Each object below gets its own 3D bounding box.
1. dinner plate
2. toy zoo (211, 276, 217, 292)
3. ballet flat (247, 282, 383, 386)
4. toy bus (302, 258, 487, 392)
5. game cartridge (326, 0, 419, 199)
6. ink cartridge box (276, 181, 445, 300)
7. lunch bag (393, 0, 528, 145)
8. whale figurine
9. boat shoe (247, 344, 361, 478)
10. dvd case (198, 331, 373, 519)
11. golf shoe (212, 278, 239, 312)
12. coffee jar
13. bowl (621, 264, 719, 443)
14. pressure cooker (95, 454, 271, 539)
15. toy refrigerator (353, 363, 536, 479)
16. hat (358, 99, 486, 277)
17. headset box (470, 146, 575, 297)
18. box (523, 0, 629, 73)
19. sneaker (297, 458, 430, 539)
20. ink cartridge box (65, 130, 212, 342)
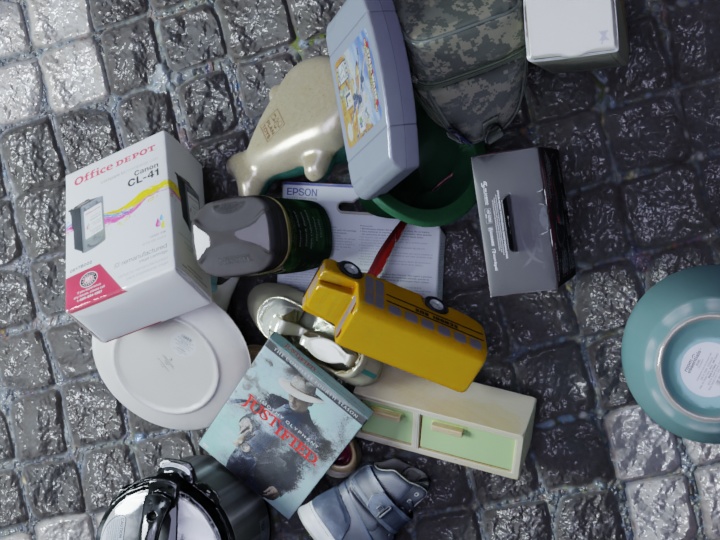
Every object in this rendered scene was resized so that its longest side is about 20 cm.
[{"bbox_3d":[-0.225,0.107,1.526,0.199,0.024,0.201,5,116,11],"label":"dinner plate"},{"bbox_3d":[-0.234,-0.025,1.554,0.200,0.020,0.132,37,105,39],"label":"toy zoo"},{"bbox_3d":[-0.063,0.069,1.479,0.200,0.069,0.070,27,101,26],"label":"ballet flat"},{"bbox_3d":[0.036,0.061,1.431,0.199,0.078,0.065,22,121,-14],"label":"toy bus"},{"bbox_3d":[0.012,-0.185,1.322,0.041,0.133,0.201,-7,79,-16],"label":"game cartridge"},{"bbox_3d":[0.000,0.000,1.527,0.196,0.043,0.201,4,92,15],"label":"ink cartridge box"},{"bbox_3d":[0.094,-0.250,1.385,0.139,0.168,0.200,-24,51,-3],"label":"lunch bag"},{"bbox_3d":[-0.062,-0.152,1.498,0.200,0.104,0.159,-42,50,16],"label":"whale figurine"},{"bbox_3d":[-0.072,0.161,1.535,0.200,0.069,0.074,43,79,4],"label":"boat shoe"},{"bbox_3d":[-0.090,0.181,1.496,0.146,0.022,0.200,39,124,5],"label":"dvd case"},{"bbox_3d":[-0.182,0.081,1.573,0.094,0.078,0.200,32,109,0],"label":"golf shoe"},{"bbox_3d":[-0.107,-0.037,1.431,0.104,0.200,0.086,-8,89,16],"label":"coffee jar"},{"bbox_3d":[0.379,0.097,1.397,0.200,0.105,0.202,1,94,15],"label":"bowl"},{"bbox_3d":[-0.211,0.314,1.527,0.178,0.200,0.176,-37,85,16],"label":"pressure cooker"},{"bbox_3d":[0.094,0.170,1.484,0.199,0.070,0.076,14,133,14],"label":"toy refrigerator"},{"bbox_3d":[0.028,-0.088,1.483,0.166,0.200,0.176,43,148,-1],"label":"hat"},{"bbox_3d":[0.176,-0.054,1.391,0.075,0.200,0.149,-8,93,16],"label":"headset box"},{"bbox_3d":[0.229,-0.254,1.361,0.095,0.200,0.078,-4,94,14],"label":"box"},{"bbox_3d":[0.044,0.316,1.521,0.146,0.077,0.203,-37,100,2],"label":"sneaker"},{"bbox_3d":[-0.255,-0.038,1.476,0.147,0.086,0.201,-22,54,16],"label":"ink cartridge box"}]
